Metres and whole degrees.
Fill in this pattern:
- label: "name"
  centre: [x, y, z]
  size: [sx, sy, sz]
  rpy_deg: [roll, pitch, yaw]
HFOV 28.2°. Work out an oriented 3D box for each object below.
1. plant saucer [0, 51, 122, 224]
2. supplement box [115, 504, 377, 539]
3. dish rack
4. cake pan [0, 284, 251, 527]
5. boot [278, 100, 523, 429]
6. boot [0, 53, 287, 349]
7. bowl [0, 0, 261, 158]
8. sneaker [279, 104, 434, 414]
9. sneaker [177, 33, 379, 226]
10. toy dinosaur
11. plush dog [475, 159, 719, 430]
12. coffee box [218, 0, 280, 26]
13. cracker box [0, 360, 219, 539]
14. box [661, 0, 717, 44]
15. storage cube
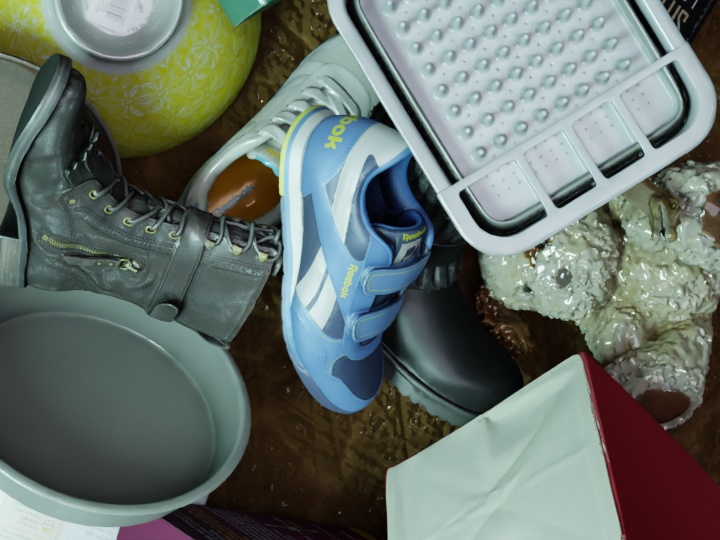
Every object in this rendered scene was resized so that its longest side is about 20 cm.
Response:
- label: "plant saucer"
  centre: [-0.252, -0.063, 0.908]
  size: [0.200, 0.032, 0.200]
  rpy_deg: [-6, 131, -6]
- label: "supplement box"
  centre: [-0.065, 0.235, 0.940]
  size: [0.200, 0.103, 0.131]
  rpy_deg: [18, 91, -37]
- label: "dish rack"
  centre: [0.093, -0.126, 0.846]
  size: [0.171, 0.044, 0.200]
  rpy_deg: [-31, 90, -1]
- label: "cake pan"
  centre: [-0.168, 0.080, 0.901]
  size: [0.200, 0.200, 0.037]
  rpy_deg: [21, 128, -12]
- label: "boot"
  centre: [0.059, -0.002, 0.948]
  size: [0.211, 0.079, 0.158]
  rpy_deg: [39, 119, -3]
- label: "boot"
  centre: [-0.128, -0.037, 0.877]
  size: [0.174, 0.200, 0.069]
  rpy_deg: [14, 48, -9]
- label: "bowl"
  centre: [-0.157, -0.171, 0.923]
  size: [0.200, 0.108, 0.201]
  rpy_deg: [-1, 95, -10]
- label: "sneaker"
  centre: [0.000, 0.000, 0.886]
  size: [0.082, 0.074, 0.200]
  rpy_deg: [8, 114, 27]
- label: "sneaker"
  centre: [-0.041, -0.085, 0.966]
  size: [0.077, 0.081, 0.200]
  rpy_deg: [43, 85, -9]
- label: "toy dinosaur"
  centre: [0.147, -0.105, 0.903]
  size: [0.101, 0.058, 0.200]
  rpy_deg: [-11, 80, 2]
- label: "plush dog"
  centre: [0.166, -0.012, 0.991]
  size: [0.171, 0.161, 0.200]
  rpy_deg: [13, 117, 2]
- label: "coffee box"
  centre: [-0.038, -0.254, 0.928]
  size: [0.200, 0.044, 0.123]
  rpy_deg: [-40, 102, -35]
- label: "cracker box"
  centre: [-0.185, 0.173, 0.970]
  size: [0.134, 0.058, 0.200]
  rpy_deg: [22, 89, -12]
- label: "box"
  centre: [0.136, -0.208, 0.956]
  size: [0.200, 0.086, 0.164]
  rpy_deg: [34, 87, -32]
- label: "storage cube"
  centre: [0.135, 0.195, 0.917]
  size: [0.171, 0.200, 0.180]
  rpy_deg: [-34, 121, 22]
